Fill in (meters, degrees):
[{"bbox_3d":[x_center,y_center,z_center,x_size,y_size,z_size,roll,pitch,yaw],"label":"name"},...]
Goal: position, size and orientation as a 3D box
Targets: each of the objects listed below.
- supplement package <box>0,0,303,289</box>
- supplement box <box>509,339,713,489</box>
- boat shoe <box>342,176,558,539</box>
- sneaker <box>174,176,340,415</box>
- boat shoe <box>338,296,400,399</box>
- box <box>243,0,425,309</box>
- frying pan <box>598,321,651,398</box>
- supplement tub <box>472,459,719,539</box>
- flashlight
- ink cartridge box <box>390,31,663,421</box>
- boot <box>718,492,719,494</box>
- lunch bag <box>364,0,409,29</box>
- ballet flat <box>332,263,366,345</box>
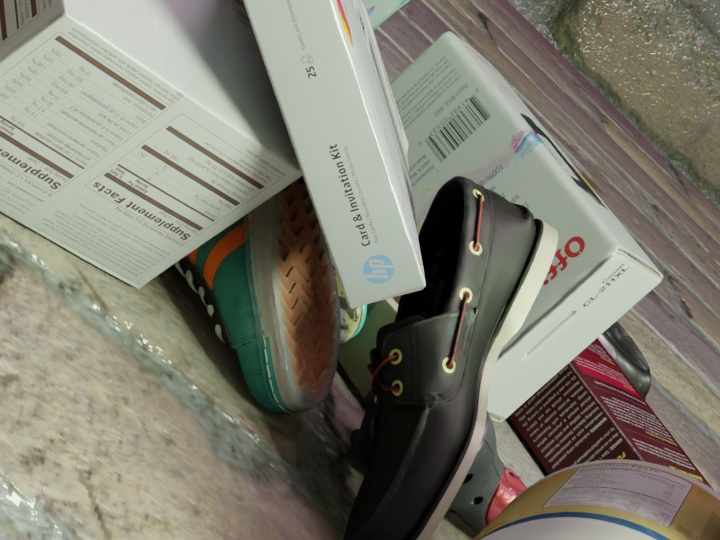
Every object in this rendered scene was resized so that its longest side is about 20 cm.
[{"bbox_3d":[-0.128,-0.123,0.871,0.156,0.111,0.201,33,35,-43],"label":"supplement package"},{"bbox_3d":[0.144,0.090,1.243,0.109,0.061,0.200,24,25,-53],"label":"supplement box"},{"bbox_3d":[0.030,0.049,0.875,0.063,0.202,0.074,31,-26,-16],"label":"boat shoe"},{"bbox_3d":[-0.066,-0.013,0.939,0.071,0.080,0.201,34,39,-56],"label":"sneaker"},{"bbox_3d":[0.000,0.000,1.053,0.062,0.071,0.200,2,50,-53],"label":"boat shoe"},{"bbox_3d":[-0.012,-0.092,0.896,0.200,0.041,0.157,-95,168,-67],"label":"box"},{"bbox_3d":[0.188,0.035,1.581,0.190,0.031,0.115,57,17,24],"label":"frying pan"},{"bbox_3d":[0.104,0.160,0.787,0.145,0.145,0.200,48,15,8],"label":"supplement tub"},{"bbox_3d":[0.086,0.126,0.977,0.200,0.068,0.068,40,15,-21],"label":"flashlight"},{"bbox_3d":[0.072,-0.026,1.183,0.200,0.146,0.083,55,15,29],"label":"ink cartridge box"},{"bbox_3d":[0.204,0.220,0.898,0.155,0.072,0.201,-91,177,-65],"label":"boot"},{"bbox_3d":[-0.041,-0.215,1.135,0.200,0.170,0.122,34,25,-40],"label":"lunch bag"},{"bbox_3d":[-0.050,-0.054,1.014,0.072,0.072,0.201,13,62,-64],"label":"ballet flat"}]
